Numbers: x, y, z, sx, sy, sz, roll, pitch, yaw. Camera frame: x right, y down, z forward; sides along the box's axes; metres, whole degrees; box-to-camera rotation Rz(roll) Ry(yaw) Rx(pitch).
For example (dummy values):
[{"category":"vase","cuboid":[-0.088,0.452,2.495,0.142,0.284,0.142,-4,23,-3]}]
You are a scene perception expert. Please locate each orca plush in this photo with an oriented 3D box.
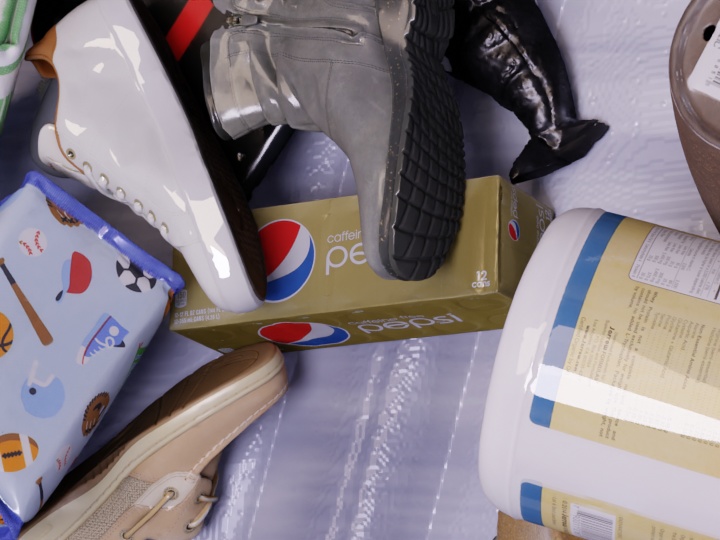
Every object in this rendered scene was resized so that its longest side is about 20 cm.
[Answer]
[{"category":"orca plush","cuboid":[0.045,-0.133,1.456,0.105,0.071,0.201,-32,62,19]}]

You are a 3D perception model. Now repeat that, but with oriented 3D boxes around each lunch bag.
[{"category":"lunch bag","cuboid":[-0.197,0.059,1.476,0.170,0.124,0.200,-56,13,-21]}]

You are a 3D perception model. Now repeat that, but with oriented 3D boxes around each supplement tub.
[{"category":"supplement tub","cuboid":[0.165,0.063,1.216,0.199,0.145,0.146,16,84,13]}]

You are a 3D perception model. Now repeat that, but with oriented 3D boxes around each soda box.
[{"category":"soda box","cuboid":[0.000,0.000,1.446,0.199,0.068,0.064,-8,71,29]}]

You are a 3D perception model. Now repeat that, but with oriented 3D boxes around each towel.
[{"category":"towel","cuboid":[-0.209,-0.095,1.528,0.200,0.023,0.153,115,165,-44]}]

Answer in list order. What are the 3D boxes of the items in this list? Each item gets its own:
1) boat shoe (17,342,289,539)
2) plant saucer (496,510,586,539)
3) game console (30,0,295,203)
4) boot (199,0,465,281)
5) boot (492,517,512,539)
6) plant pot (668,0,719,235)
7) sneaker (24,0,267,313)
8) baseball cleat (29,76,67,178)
[{"category":"boat shoe","cuboid":[-0.107,0.113,1.486,0.200,0.071,0.065,-38,99,21]},{"category":"plant saucer","cuboid":[0.161,0.119,1.293,0.199,0.035,0.201,-3,70,7]},{"category":"game console","cuboid":[-0.075,-0.158,1.484,0.177,0.031,0.201,38,102,21]},{"category":"boot","cuboid":[-0.018,-0.081,1.401,0.130,0.068,0.201,-10,68,27]},{"category":"boot","cuboid":[0.112,0.211,1.322,0.153,0.073,0.204,25,85,27]},{"category":"plant pot","cuboid":[0.221,-0.068,1.257,0.186,0.200,0.188,-9,72,29]},{"category":"sneaker","cuboid":[-0.115,-0.050,1.436,0.084,0.073,0.201,-30,64,6]},{"category":"baseball cleat","cuboid":[-0.102,-0.114,1.537,0.200,0.070,0.107,-49,54,10]}]
